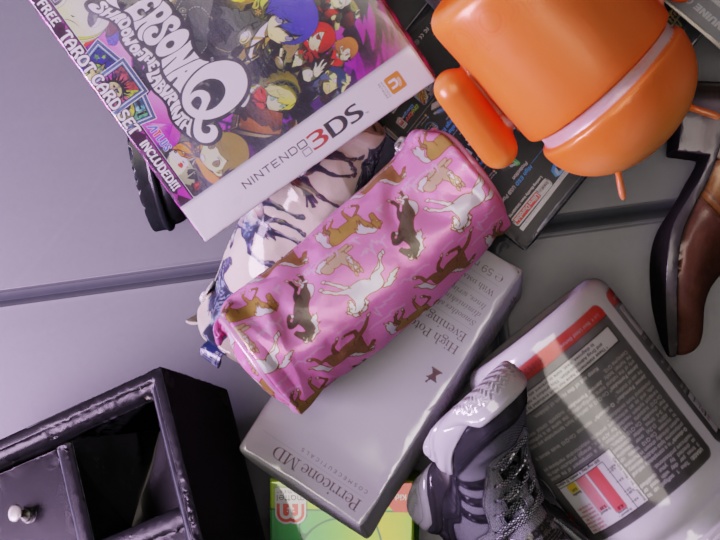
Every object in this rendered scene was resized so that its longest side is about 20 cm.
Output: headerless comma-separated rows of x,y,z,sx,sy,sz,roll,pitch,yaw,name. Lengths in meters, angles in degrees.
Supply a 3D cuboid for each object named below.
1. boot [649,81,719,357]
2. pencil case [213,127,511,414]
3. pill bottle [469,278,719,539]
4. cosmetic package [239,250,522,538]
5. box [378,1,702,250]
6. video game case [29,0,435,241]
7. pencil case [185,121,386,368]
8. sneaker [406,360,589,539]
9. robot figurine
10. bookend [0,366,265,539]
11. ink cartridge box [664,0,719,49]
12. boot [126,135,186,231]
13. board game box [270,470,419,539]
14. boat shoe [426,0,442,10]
0.299,-0.026,1.270,0.198,0.068,0.191,8,86,-1,boot
0.000,0.000,1.203,0.200,0.087,0.083,-42,131,-3,pencil case
0.173,0.116,1.252,0.116,0.116,0.201,-38,88,7,pill bottle
0.016,0.066,1.264,0.101,0.074,0.201,30,80,12,cosmetic package
0.114,-0.140,1.280,0.159,0.046,0.201,39,96,3,box
-0.081,-0.149,1.168,0.180,0.036,0.201,-33,103,8,video game case
-0.049,-0.029,1.268,0.089,0.078,0.202,20,109,0,pencil case
0.097,0.139,1.197,0.114,0.201,0.075,43,64,15,sneaker
0.121,-0.138,1.138,0.200,0.116,0.144,46,64,-9,robot figurine
-0.166,0.196,1.240,0.199,0.092,0.201,-23,69,19,bookend
0.205,-0.244,1.218,0.200,0.084,0.176,41,74,3,ink cartridge box
-0.082,-0.134,1.295,0.161,0.073,0.201,-7,94,1,boot
-0.010,0.242,1.314,0.100,0.048,0.202,0,93,6,board game box
0.112,-0.164,1.228,0.199,0.072,0.071,39,88,-7,boat shoe
